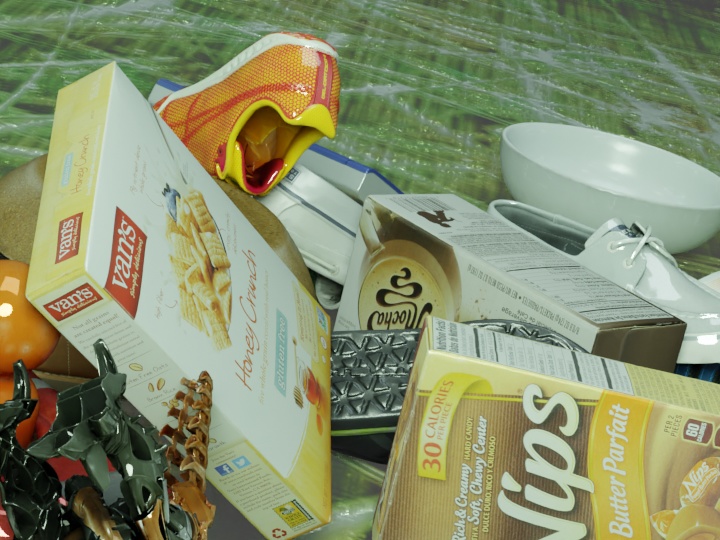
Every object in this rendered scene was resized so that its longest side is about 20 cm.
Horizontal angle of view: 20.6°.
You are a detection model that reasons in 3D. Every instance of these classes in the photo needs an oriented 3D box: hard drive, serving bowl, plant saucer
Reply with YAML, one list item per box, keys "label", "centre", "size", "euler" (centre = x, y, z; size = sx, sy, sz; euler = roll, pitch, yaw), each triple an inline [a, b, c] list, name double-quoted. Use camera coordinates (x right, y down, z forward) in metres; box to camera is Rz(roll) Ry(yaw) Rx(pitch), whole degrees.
- label: "hard drive"
  centre: [-0.050, -0.081, 1.488]
  size: [0.199, 0.026, 0.132]
  euler: [25, -5, 29]
- label: "serving bowl"
  centre: [0.205, -0.059, 1.632]
  size: [0.198, 0.066, 0.200]
  euler: [12, 18, -4]
- label: "plant saucer"
  centre: [-0.114, -0.025, 1.104]
  size: [0.199, 0.036, 0.200]
  euler: [17, 18, -6]

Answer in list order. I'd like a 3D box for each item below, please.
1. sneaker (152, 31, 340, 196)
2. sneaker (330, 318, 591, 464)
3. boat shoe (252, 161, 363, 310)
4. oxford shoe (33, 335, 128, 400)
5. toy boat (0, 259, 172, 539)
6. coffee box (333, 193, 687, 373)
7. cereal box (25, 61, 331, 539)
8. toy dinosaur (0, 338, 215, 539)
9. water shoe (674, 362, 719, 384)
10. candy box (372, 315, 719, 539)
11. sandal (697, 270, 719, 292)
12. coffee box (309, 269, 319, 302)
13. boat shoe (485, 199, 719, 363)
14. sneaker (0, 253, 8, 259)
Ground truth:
- label: "sneaker"
  centre: [-0.083, -0.074, 1.197]
  size: [0.073, 0.078, 0.200]
  euler: [18, -30, -27]
- label: "sneaker"
  centre: [0.042, 0.070, 1.071]
  size: [0.198, 0.072, 0.083]
  euler: [6, -23, 10]
- label: "boat shoe"
  centre: [0.000, 0.000, 1.270]
  size: [0.072, 0.066, 0.200]
  euler: [34, -2, 45]
- label: "oxford shoe"
  centre: [-0.105, 0.037, 1.103]
  size: [0.199, 0.072, 0.071]
  euler: [6, 18, -29]
- label: "toy boat"
  centre: [-0.168, 0.057, 0.892]
  size: [0.199, 0.132, 0.130]
  euler: [29, 23, 37]
- label: "coffee box"
  centre: [0.080, 0.043, 1.155]
  size: [0.079, 0.114, 0.200]
  euler: [-3, 25, -42]
- label: "cereal box"
  centre: [-0.079, 0.017, 0.942]
  size: [0.200, 0.039, 0.145]
  euler: [51, 26, -38]
- label: "toy dinosaur"
  centre: [-0.107, 0.109, 0.787]
  size: [0.102, 0.136, 0.200]
  euler: [-25, 24, 11]
- label: "water shoe"
  centre: [0.217, 0.085, 1.168]
  size: [0.079, 0.072, 0.200]
  euler: [-32, 44, -12]
- label: "candy box"
  centre: [0.114, 0.105, 0.988]
  size: [0.198, 0.116, 0.055]
  euler: [13, 17, -4]
- label: "sandal"
  centre: [0.213, 0.024, 1.281]
  size: [0.206, 0.060, 0.079]
  euler: [28, 23, 33]
- label: "coffee box"
  centre: [-0.073, -0.019, 1.334]
  size: [0.199, 0.044, 0.123]
  euler: [1, 21, -37]
- label: "boat shoe"
  centre: [0.150, 0.002, 1.183]
  size: [0.072, 0.069, 0.199]
  euler: [-14, 24, -38]
- label: "sneaker"
  centre: [-0.128, 0.003, 1.158]
  size: [0.199, 0.075, 0.079]
  euler: [0, 10, -39]
